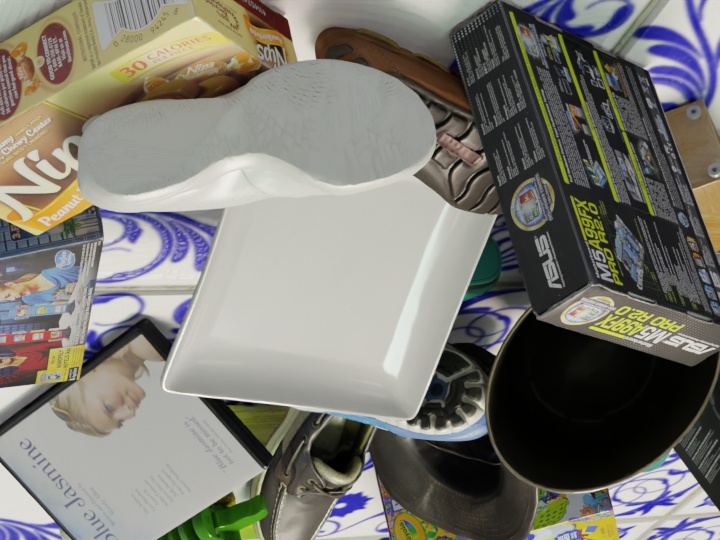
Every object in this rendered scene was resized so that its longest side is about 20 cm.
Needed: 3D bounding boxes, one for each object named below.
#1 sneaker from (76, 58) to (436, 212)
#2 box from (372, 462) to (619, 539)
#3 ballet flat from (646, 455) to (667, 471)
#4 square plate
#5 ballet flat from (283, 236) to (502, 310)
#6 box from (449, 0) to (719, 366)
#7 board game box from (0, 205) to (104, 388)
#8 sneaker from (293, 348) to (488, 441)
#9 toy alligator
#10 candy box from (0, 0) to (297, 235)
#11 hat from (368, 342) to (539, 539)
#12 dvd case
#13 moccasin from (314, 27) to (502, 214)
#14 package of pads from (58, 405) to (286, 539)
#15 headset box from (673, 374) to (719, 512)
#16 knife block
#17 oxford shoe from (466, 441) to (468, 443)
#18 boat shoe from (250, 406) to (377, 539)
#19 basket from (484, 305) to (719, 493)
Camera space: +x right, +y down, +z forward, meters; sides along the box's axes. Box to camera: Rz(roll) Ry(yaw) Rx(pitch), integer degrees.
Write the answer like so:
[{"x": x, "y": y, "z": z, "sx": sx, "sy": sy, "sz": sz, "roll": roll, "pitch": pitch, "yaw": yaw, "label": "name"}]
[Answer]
[{"x": -0.060, "y": -0.067, "z": 1.127, "sx": 0.199, "sy": 0.075, "sz": 0.089, "roll": -6, "pitch": 166, "yaw": -11, "label": "sneaker"}, {"x": 0.126, "y": 0.215, "z": 1.800, "sx": 0.192, "sy": 0.122, "sz": 0.200, "roll": -15, "pitch": 153, "yaw": 5, "label": "box"}, {"x": 0.245, "y": 0.066, "z": 1.598, "sx": 0.067, "sy": 0.070, "sz": 0.200, "roll": 3, "pitch": 124, "yaw": -39, "label": "ballet flat"}, {"x": -0.018, "y": -0.001, "z": 1.319, "sx": 0.198, "sy": 0.028, "sz": 0.200, "roll": 9, "pitch": 113, "yaw": -30, "label": "square plate"}, {"x": 0.000, "y": 0.000, "z": 1.394, "sx": 0.199, "sy": 0.068, "sz": 0.070, "roll": 2, "pitch": 163, "yaw": -24, "label": "ballet flat"}, {"x": 0.142, "y": -0.051, "z": 1.209, "sx": 0.044, "sy": 0.200, "sz": 0.160, "roll": -34, "pitch": 147, "yaw": 32, "label": "box"}, {"x": -0.274, "y": 0.012, "z": 1.284, "sx": 0.199, "sy": 0.062, "sz": 0.200, "roll": -5, "pitch": 152, "yaw": -16, "label": "board game box"}, {"x": 0.009, "y": 0.086, "z": 1.463, "sx": 0.200, "sy": 0.079, "sz": 0.089, "roll": 18, "pitch": 165, "yaw": 28, "label": "sneaker"}, {"x": -0.145, "y": 0.224, "z": 1.605, "sx": 0.054, "sy": 0.059, "sz": 0.200, "roll": 7, "pitch": 148, "yaw": -36, "label": "toy alligator"}, {"x": -0.146, "y": -0.098, "z": 1.139, "sx": 0.200, "sy": 0.055, "sz": 0.115, "roll": -25, "pitch": 152, "yaw": 21, "label": "candy box"}, {"x": 0.083, "y": 0.116, "z": 1.585, "sx": 0.081, "sy": 0.201, "sz": 0.201, "roll": -39, "pitch": 172, "yaw": -38, "label": "hat"}, {"x": -0.178, "y": 0.135, "z": 1.510, "sx": 0.200, "sy": 0.018, "sz": 0.143, "roll": -35, "pitch": 102, "yaw": 35, "label": "dvd case"}, {"x": 0.043, "y": -0.092, "z": 1.235, "sx": 0.201, "sy": 0.078, "sz": 0.074, "roll": 21, "pitch": 122, "yaw": -43, "label": "moccasin"}, {"x": -0.131, "y": 0.166, "z": 1.641, "sx": 0.199, "sy": 0.068, "sz": 0.155, "roll": 2, "pitch": 150, "yaw": -30, "label": "package of pads"}, {"x": 0.328, "y": 0.114, "z": 1.611, "sx": 0.077, "sy": 0.200, "sz": 0.149, "roll": 9, "pitch": 123, "yaw": -35, "label": "headset box"}, {"x": 0.220, "y": -0.042, "z": 1.415, "sx": 0.199, "sy": 0.064, "sz": 0.176, "roll": -20, "pitch": 152, "yaw": 11, "label": "knife block"}, {"x": 0.163, "y": 0.113, "z": 1.673, "sx": 0.199, "sy": 0.073, "sz": 0.071, "roll": -11, "pitch": 154, "yaw": -7, "label": "oxford shoe"}, {"x": -0.030, "y": 0.143, "z": 1.557, "sx": 0.072, "sy": 0.066, "sz": 0.201, "roll": 4, "pitch": 117, "yaw": -34, "label": "boat shoe"}, {"x": 0.169, "y": 0.067, "z": 1.456, "sx": 0.180, "sy": 0.136, "sz": 0.200, "roll": -45, "pitch": 179, "yaw": 4, "label": "basket"}]
